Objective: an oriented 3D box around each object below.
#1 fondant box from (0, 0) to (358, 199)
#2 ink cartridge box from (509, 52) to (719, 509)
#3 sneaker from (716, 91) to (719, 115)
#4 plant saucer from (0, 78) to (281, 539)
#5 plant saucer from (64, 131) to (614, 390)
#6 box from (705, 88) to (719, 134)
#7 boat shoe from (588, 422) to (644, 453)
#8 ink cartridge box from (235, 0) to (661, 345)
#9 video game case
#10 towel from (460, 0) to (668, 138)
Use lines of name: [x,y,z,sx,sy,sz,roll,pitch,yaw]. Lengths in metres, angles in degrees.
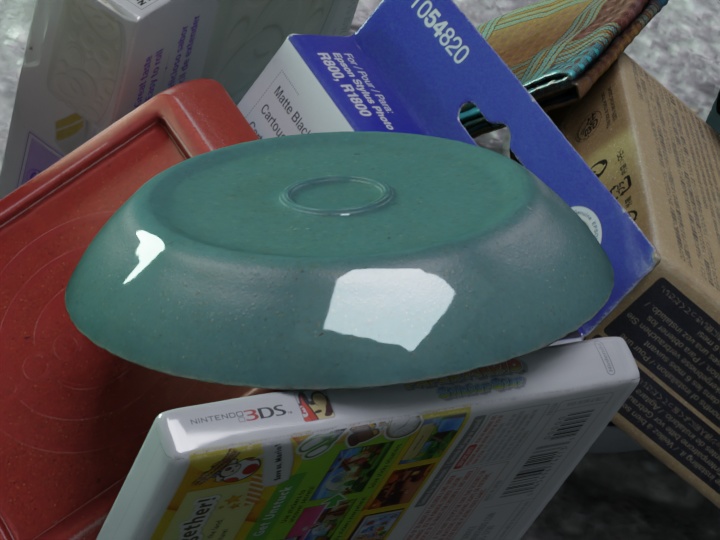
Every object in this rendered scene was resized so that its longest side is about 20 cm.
fondant box: [-0.075,-0.110,1.155,0.058,0.145,0.200,35,43,18]
ink cartridge box: [0.150,0.013,1.079,0.165,0.075,0.200,39,22,-19]
sneaker: [0.211,-0.112,1.134,0.110,0.077,0.201,-12,65,6]
plant saucer: [-0.102,0.028,0.993,0.199,0.037,0.200,-34,54,-3]
plant saucer: [-0.008,-0.012,0.895,0.198,0.036,0.200,-2,20,1]
box: [0.283,-0.067,1.235,0.106,0.149,0.200,-12,48,-30]
boat shoe: [0.068,0.024,1.109,0.199,0.071,0.072,16,39,-11]
ink cartridge box: [0.000,0.000,1.023,0.040,0.200,0.200,16,30,-48]
video game case: [-0.014,0.096,0.904,0.181,0.200,0.023,-8,60,-27]
towel: [0.049,-0.091,1.166,0.022,0.199,0.147,59,40,-16]
